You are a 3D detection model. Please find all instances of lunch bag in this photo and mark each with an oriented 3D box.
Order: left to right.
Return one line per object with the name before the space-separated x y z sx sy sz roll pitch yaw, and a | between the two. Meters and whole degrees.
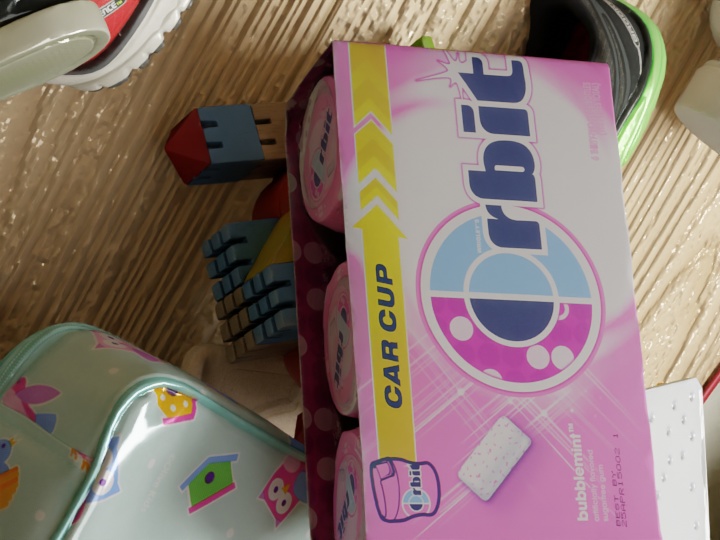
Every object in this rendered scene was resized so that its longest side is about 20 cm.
lunch bag | -0.103 0.130 0.733 0.160 0.077 0.201 34 84 -53

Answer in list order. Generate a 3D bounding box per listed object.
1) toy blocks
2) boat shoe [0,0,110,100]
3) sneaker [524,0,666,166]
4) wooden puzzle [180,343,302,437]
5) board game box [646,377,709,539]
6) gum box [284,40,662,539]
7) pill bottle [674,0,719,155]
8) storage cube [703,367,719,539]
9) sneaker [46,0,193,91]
toy blocks | 0.000 0.000 0.817 0.136 0.100 0.201 -7 76 -33
boat shoe | -0.185 -0.071 0.650 0.198 0.067 0.075 -21 175 -3
sneaker | 0.080 -0.042 0.916 0.084 0.076 0.201 30 62 -36
wooden puzzle | -0.030 0.125 0.882 0.199 0.046 0.186 8 103 -42
board game box | 0.126 0.166 1.036 0.199 0.026 0.202 -7 95 -54
gum box | 0.039 0.022 0.742 0.113 0.201 0.066 3 160 -19
pill bottle | 0.247 -0.141 1.007 0.201 0.113 0.113 -55 140 -1
storage cube | 0.281 0.169 1.198 0.200 0.171 0.180 -52 141 -6
sneaker | -0.076 -0.159 0.703 0.085 0.077 0.201 23 97 -44
